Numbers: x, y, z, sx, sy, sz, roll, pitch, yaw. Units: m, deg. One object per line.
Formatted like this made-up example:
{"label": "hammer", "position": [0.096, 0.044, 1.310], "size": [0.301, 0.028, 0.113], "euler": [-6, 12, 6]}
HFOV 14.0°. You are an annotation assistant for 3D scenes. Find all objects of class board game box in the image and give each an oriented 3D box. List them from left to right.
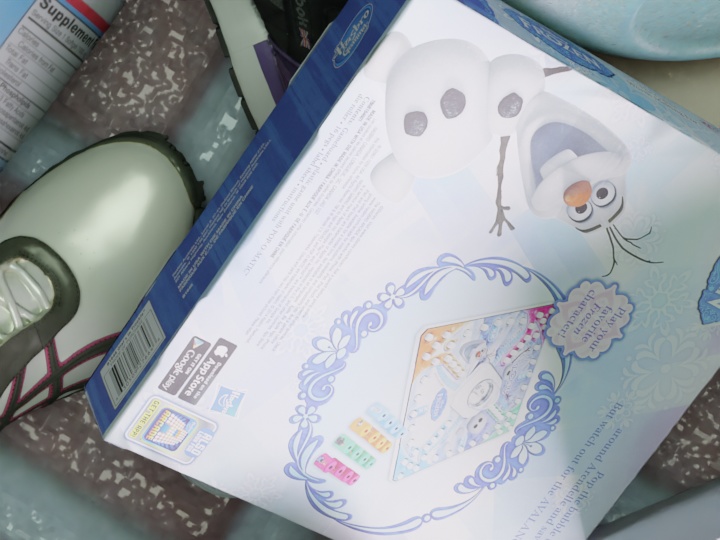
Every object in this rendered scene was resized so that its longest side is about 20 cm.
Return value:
{"label": "board game box", "position": [0.036, 0.011, 1.057], "size": [0.198, 0.043, 0.200], "euler": [27, 108, -29]}

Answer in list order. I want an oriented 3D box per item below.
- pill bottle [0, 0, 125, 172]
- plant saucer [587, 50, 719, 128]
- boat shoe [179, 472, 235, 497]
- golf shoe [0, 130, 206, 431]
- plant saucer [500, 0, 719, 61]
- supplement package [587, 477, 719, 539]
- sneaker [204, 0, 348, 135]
{"label": "pill bottle", "position": [-0.157, -0.097, 1.099], "size": [0.109, 0.109, 0.200], "euler": [36, 89, 1]}
{"label": "plant saucer", "position": [0.113, -0.077, 1.138], "size": [0.199, 0.029, 0.201], "euler": [0, 90, 0]}
{"label": "boat shoe", "position": [0.000, 0.000, 1.109], "size": [0.200, 0.071, 0.072], "euler": [-37, 125, 5]}
{"label": "golf shoe", "position": [-0.137, 0.026, 1.109], "size": [0.200, 0.088, 0.077], "euler": [-44, 87, -2]}
{"label": "plant saucer", "position": [0.139, -0.114, 1.023], "size": [0.200, 0.201, 0.039], "euler": [-16, 73, 0]}
{"label": "supplement package", "position": [0.176, 0.122, 1.048], "size": [0.155, 0.200, 0.111], "euler": [-22, 90, -1]}
{"label": "sneaker", "position": [-0.020, -0.131, 1.072], "size": [0.087, 0.076, 0.200], "euler": [-3, 130, 35]}
